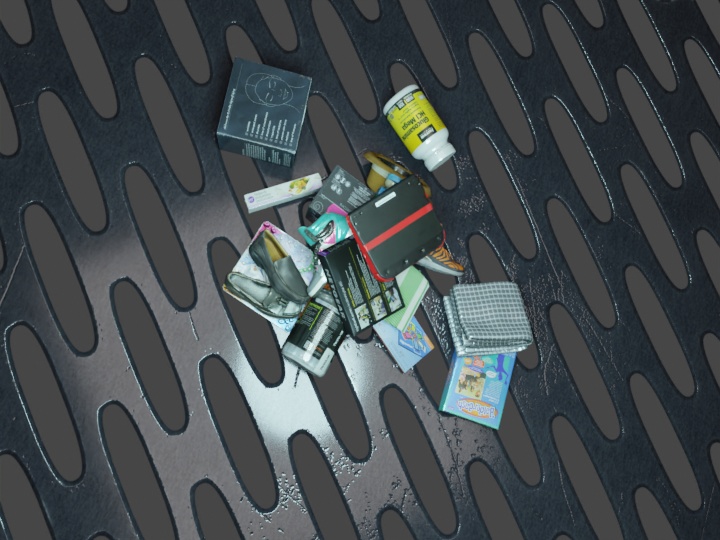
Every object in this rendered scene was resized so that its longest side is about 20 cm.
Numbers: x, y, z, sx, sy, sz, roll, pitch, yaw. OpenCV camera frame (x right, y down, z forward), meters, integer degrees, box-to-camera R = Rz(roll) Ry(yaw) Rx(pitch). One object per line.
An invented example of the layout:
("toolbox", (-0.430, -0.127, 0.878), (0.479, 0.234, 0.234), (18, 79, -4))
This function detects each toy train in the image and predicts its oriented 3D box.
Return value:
("toy train", (0.113, -0.125, 1.525), (0.198, 0.085, 0.117), (33, 86, -8))

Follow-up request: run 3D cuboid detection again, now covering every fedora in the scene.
("fedora", (0.080, -0.216, 1.630), (0.198, 0.201, 0.083), (31, 107, -3))

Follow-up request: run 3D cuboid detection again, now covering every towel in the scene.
("towel", (0.066, 0.037, 1.561), (0.199, 0.023, 0.154), (36, 79, -25))
("towel", (0.313, 0.114, 1.607), (0.195, 0.086, 0.169), (-1, 62, -17))

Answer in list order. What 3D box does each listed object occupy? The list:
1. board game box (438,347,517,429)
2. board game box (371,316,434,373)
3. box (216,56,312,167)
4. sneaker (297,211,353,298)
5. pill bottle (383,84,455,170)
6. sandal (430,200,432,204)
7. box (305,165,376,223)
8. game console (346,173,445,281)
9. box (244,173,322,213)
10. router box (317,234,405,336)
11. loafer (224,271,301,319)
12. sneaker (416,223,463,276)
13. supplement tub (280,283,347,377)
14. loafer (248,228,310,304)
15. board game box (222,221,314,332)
("board game box", (0.292, 0.271, 1.625), (0.149, 0.045, 0.204), (19, 77, -5))
("board game box", (0.089, 0.139, 1.608), (0.102, 0.019, 0.202), (-36, 100, -13))
("box", (-0.235, -0.386, 1.615), (0.192, 0.124, 0.205), (13, 79, -8))
("sneaker", (-0.100, -0.050, 1.502), (0.119, 0.084, 0.203), (30, 87, -6))
("pill bottle", (0.154, -0.361, 1.678), (0.111, 0.112, 0.202), (-34, 87, -13))
("sandal", (0.126, -0.104, 1.665), (0.079, 0.054, 0.203), (29, 62, -10))
("box", (-0.019, -0.136, 1.611), (0.198, 0.115, 0.133), (36, 76, -4))
("game console", (0.083, -0.092, 1.461), (0.198, 0.031, 0.179), (-32, 101, -17))
("box", (-0.190, -0.193, 1.632), (0.196, 0.041, 0.039), (-19, 83, -11))
("router box", (0.005, 0.023, 1.483), (0.147, 0.051, 0.204), (-27, 109, -21))
("loafer", (-0.230, 0.059, 1.543), (0.196, 0.063, 0.073), (24, 76, -4))
("sneaker", (0.193, -0.058, 1.615), (0.197, 0.077, 0.115), (20, 85, -38))
("supplement tub", (-0.092, 0.136, 1.548), (0.121, 0.123, 0.202), (31, 78, -2))
("loafer", (-0.184, -0.007, 1.533), (0.200, 0.073, 0.072), (46, 42, 10))
("board game box", (-0.203, 0.012, 1.602), (0.198, 0.026, 0.202), (32, 77, -2))
